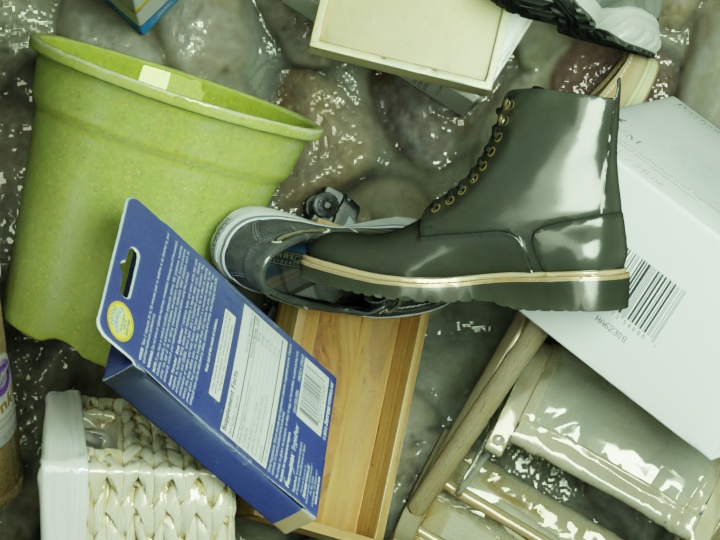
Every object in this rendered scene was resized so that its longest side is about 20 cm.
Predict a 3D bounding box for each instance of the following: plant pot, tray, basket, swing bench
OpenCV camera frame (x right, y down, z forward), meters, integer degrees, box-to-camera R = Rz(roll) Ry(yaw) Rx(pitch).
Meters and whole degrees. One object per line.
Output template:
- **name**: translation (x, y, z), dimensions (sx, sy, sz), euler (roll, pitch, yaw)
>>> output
- **plant pot**: translation (-0.146, -0.037, 1.631), dimensions (0.200, 0.200, 0.185), euler (18, 96, -1)
- **tray**: translation (-0.015, 0.077, 1.662), dimensions (0.098, 0.037, 0.201), euler (19, 75, -28)
- **basket**: translation (-0.143, 0.189, 1.605), dimensions (0.123, 0.136, 0.201), euler (0, 108, -5)
- **swing bench**: translation (0.153, 0.142, 1.647), dimensions (0.198, 0.130, 0.200), euler (31, 107, -1)

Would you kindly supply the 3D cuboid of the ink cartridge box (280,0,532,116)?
- **ink cartridge box**: translation (0.030, -0.219, 1.691), dimensions (0.200, 0.084, 0.145), euler (32, 85, 0)

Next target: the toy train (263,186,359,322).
- **toy train**: translation (-0.051, 0.039, 1.697), dimensions (0.046, 0.034, 0.201), euler (26, 84, -13)

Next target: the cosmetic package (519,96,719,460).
- **cosmetic package**: translation (0.212, -0.002, 1.590), dimensions (0.199, 0.200, 0.123), euler (38, 112, 17)

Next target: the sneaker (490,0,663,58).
- **sneaker**: translation (0.143, -0.193, 1.616), dimensions (0.074, 0.200, 0.080), euler (18, 94, 27)

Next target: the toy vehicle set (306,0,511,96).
- **toy vehicle set**: translation (0.048, -0.226, 1.637), dimensions (0.124, 0.027, 0.201), euler (14, 85, -3)

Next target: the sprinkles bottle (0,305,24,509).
- **sprinkles bottle**: translation (-0.259, 0.063, 1.615), dimensions (0.068, 0.068, 0.201), euler (-3, 126, -3)

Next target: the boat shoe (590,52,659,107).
- **boat shoe**: translation (0.123, -0.078, 1.694), dimensions (0.065, 0.072, 0.200), euler (41, 91, -1)

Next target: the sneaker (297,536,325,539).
- **sneaker**: translation (-0.003, 0.271, 1.652), dimensions (0.078, 0.090, 0.201), euler (-17, 82, -4)

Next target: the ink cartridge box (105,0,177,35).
- **ink cartridge box**: translation (-0.130, -0.231, 1.626), dimensions (0.067, 0.200, 0.116), euler (43, 86, 1)

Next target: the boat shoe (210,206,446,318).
- **boat shoe**: translation (0.000, 0.000, 1.600), dimensions (0.199, 0.066, 0.070), euler (13, 104, -38)

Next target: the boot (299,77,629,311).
- **boot**: translation (0.065, -0.049, 1.508), dimensions (0.199, 0.077, 0.139), euler (2, 94, 9)

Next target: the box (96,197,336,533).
- **box**: translation (-0.094, 0.057, 1.532), dimensions (0.032, 0.121, 0.200), euler (-26, 125, 29)
